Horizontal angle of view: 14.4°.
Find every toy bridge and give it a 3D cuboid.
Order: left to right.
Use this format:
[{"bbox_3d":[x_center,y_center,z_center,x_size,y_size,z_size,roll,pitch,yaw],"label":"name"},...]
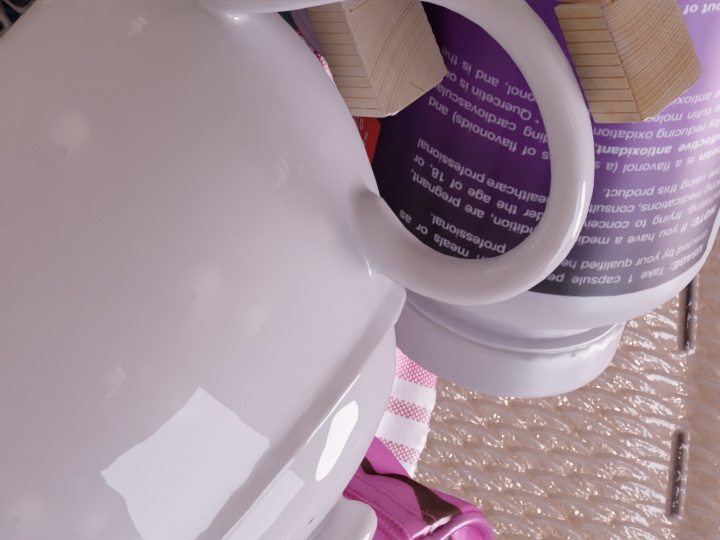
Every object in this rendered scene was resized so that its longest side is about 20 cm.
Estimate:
[{"bbox_3d":[-0.001,-0.074,0.729,0.027,0.068,0.199,-36,-154,-31],"label":"toy bridge"}]

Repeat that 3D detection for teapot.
[{"bbox_3d":[-0.054,0.022,0.709,0.198,0.146,0.200,-53,-177,-20],"label":"teapot"}]

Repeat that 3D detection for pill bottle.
[{"bbox_3d":[0.058,-0.064,0.788,0.112,0.112,0.201,-34,148,-44],"label":"pill bottle"}]

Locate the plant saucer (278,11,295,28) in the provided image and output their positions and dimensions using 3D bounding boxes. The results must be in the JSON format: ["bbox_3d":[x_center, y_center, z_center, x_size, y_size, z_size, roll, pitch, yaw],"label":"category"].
[{"bbox_3d":[-0.108,-0.037,0.960,0.200,0.036,0.200,-38,169,-8],"label":"plant saucer"}]

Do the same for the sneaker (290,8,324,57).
[{"bbox_3d":[0.063,-0.141,0.846,0.200,0.070,0.108,-42,-177,-16],"label":"sneaker"}]

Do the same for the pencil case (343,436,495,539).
[{"bbox_3d":[-0.043,0.041,0.863,0.091,0.200,0.094,-32,158,-34],"label":"pencil case"}]

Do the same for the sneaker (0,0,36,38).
[{"bbox_3d":[-0.133,-0.041,0.719,0.200,0.075,0.087,-42,178,10],"label":"sneaker"}]

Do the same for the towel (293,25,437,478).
[{"bbox_3d":[0.000,0.000,0.986,0.146,0.030,0.201,26,80,-60],"label":"towel"}]
